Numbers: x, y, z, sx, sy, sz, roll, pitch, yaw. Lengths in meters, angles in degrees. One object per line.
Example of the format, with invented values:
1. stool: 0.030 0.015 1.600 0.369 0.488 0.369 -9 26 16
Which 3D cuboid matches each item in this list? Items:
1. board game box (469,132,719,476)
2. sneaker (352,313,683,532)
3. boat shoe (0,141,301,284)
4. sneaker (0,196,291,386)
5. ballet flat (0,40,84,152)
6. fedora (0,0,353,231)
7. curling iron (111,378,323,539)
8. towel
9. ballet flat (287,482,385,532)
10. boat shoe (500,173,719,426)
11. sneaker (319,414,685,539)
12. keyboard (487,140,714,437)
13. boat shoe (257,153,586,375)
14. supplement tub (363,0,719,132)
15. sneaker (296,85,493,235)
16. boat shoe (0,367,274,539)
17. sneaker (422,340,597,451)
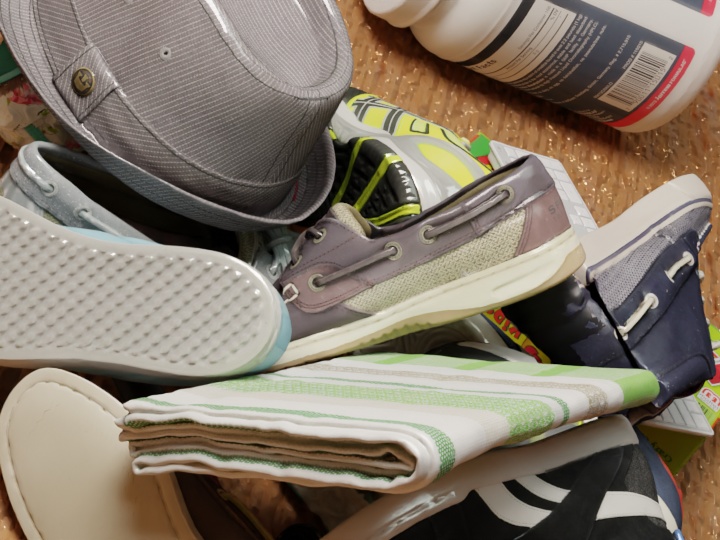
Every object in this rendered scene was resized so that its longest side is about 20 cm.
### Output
1. board game box: 0.110 0.020 1.266 0.200 0.048 0.102 40 33 6
2. sneaker: 0.079 0.071 1.160 0.200 0.075 0.084 46 26 3
3. boat shoe: -0.082 -0.011 1.115 0.201 0.065 0.075 16 38 -29
4. sneaker: -0.125 0.015 1.028 0.199 0.074 0.082 15 -9 12
5. ballet flat: -0.144 -0.116 1.206 0.064 0.075 0.200 57 30 -25
6. fedora: -0.075 -0.116 1.112 0.176 0.090 0.200 2 48 -45
7. curling iron: -0.066 0.085 1.039 0.050 0.026 0.200 -36 64 -13
8. towel: 0.016 0.061 0.964 0.149 0.031 0.200 4 7 32
9. ballet flat: 0.019 0.104 1.064 0.072 0.072 0.200 -1 47 -43
10. boat shoe: 0.145 0.019 1.181 0.093 0.075 0.200 53 34 6
11. sneaker: 0.070 0.131 0.964 0.200 0.073 0.112 -15 71 -44
12. keyboard: 0.124 0.007 1.241 0.056 0.011 0.200 8 43 -37
13. boat shoe: 0.000 0.000 1.074 0.072 0.199 0.065 -57 130 -80
14. supplement tub: 0.115 -0.178 1.434 0.199 0.140 0.141 20 36 -23
15. sneaker: 0.012 -0.049 1.200 0.076 0.076 0.200 1 23 -24
16. boat shoe: -0.072 0.118 0.963 0.200 0.072 0.059 44 13 24
17. sneaker: 0.089 0.118 1.073 0.200 0.074 0.085 50 30 3
